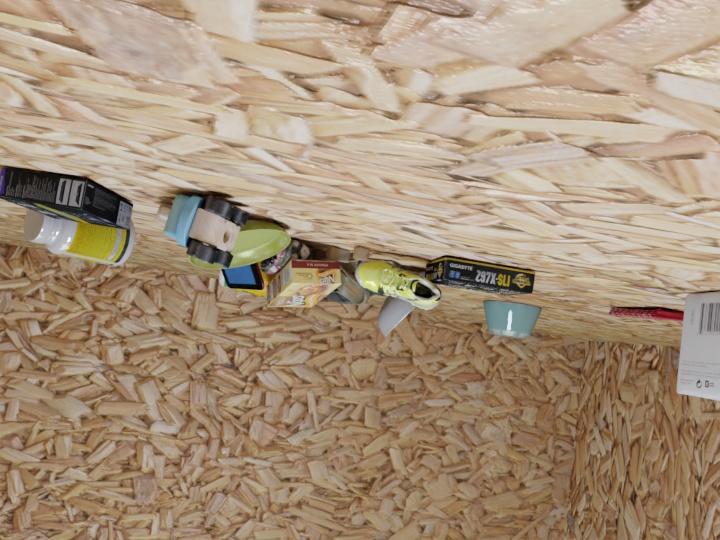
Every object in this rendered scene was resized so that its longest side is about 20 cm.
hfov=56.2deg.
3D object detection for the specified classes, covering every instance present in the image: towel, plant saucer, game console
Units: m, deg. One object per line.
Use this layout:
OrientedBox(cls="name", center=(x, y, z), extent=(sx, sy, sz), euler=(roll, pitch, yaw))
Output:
OrientedBox(cls="towel", center=(0.772, 0.117, 1.780), extent=(0.141, 0.023, 0.200), euler=(8, 176, -16))
OrientedBox(cls="plant saucer", center=(-0.231, -0.052, 1.285), extent=(0.195, 0.032, 0.200), euler=(-14, 165, -4))
OrientedBox(cls="game console", center=(-0.311, -0.032, 1.448), extent=(0.169, 0.122, 0.198), euler=(12, 173, -34))

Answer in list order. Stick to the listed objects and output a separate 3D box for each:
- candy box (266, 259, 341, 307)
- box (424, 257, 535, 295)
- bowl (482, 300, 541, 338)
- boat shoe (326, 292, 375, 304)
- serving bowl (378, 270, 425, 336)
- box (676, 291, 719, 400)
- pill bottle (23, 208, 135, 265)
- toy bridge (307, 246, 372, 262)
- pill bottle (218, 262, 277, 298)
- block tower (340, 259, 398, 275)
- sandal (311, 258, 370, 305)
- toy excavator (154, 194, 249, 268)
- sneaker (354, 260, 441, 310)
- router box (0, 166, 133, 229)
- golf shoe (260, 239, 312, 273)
OrientedBox(cls="candy box", center=(-0.130, 0.032, 1.502), extent=(0.113, 0.057, 0.200), euler=(2, 163, -24))
OrientedBox(cls="box", center=(0.249, 0.015, 1.433), extent=(0.194, 0.051, 0.160), euler=(9, 177, -8))
OrientedBox(cls="bowl", center=(0.503, 0.168, 2.259), extent=(0.195, 0.108, 0.201), euler=(7, 174, 1))
OrientedBox(cls="boat shoe", center=(0.007, 0.037, 1.712), extent=(0.194, 0.078, 0.074), euler=(-9, -175, -1))
OrientedBox(cls="serving bowl", center=(0.110, 0.069, 1.658), extent=(0.066, 0.200, 0.200), euler=(46, 177, 6))
OrientedBox(cls="box", center=(0.714, 0.148, 1.264), extent=(0.127, 0.206, 0.199), euler=(9, 174, -6))
OrientedBox(cls="pill bottle", center=(-0.575, -0.082, 1.385), extent=(0.110, 0.116, 0.198), euler=(4, 172, 37))
OrientedBox(cls="toy bridge", center=(-0.047, -0.035, 1.490), extent=(0.197, 0.028, 0.066), euler=(3, 174, 44))
OrientedBox(cls="pill bottle", center=(-0.238, 0.006, 1.647), extent=(0.195, 0.116, 0.113), euler=(15, 174, -5))
OrientedBox(cls="block tower", center=(0.000, 0.000, 1.623), extent=(0.195, 0.056, 0.058), euler=(7, 174, 22))
OrientedBox(cls="sandal", center=(-0.068, 0.022, 1.588), extent=(0.198, 0.081, 0.054), euler=(35, -140, 3))
OrientedBox(cls="toy excavator", center=(-0.290, -0.085, 1.143), extent=(0.196, 0.102, 0.194), euler=(22, 178, 12))
OrientedBox(cls="sneaker", center=(0.084, 0.022, 1.428), extent=(0.195, 0.077, 0.076), euler=(16, 165, -8))
OrientedBox(cls="router box", center=(-0.514, -0.123, 1.190), extent=(0.153, 0.054, 0.200), euler=(9, 174, 3))
OrientedBox(cls="golf shoe", center=(-0.172, -0.028, 1.513), extent=(0.090, 0.075, 0.199), euler=(9, 174, -21))
